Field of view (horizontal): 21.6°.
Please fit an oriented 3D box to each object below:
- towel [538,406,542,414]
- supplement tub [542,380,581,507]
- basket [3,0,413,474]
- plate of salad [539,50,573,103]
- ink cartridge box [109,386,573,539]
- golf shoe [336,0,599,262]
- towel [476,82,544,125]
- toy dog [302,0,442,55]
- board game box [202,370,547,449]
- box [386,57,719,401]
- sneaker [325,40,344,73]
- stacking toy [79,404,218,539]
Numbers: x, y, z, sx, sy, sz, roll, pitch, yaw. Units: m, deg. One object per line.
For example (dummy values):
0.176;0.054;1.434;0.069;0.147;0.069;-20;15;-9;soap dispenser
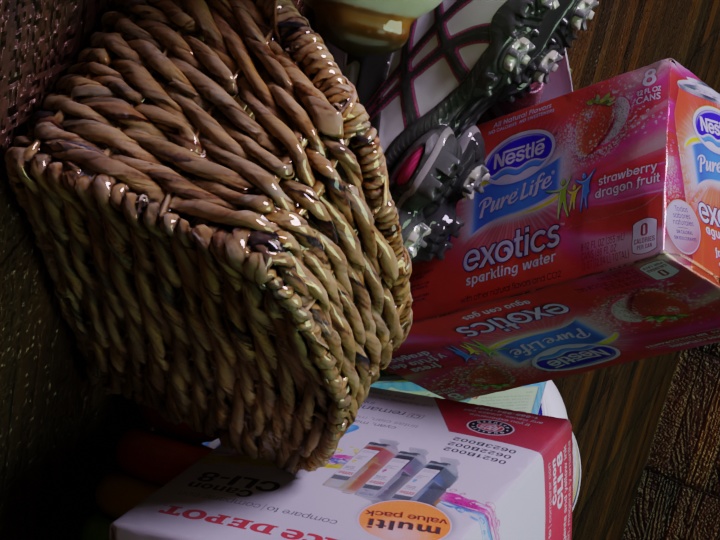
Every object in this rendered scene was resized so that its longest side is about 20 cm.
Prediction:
0.037;0.145;1.232;0.050;0.147;0.201;-63;165;-53;towel
0.084;0.131;1.368;0.145;0.144;0.200;-66;164;-11;supplement tub
-0.036;-0.027;0.776;0.149;0.142;0.200;-60;162;-26;basket
0.078;-0.136;0.987;0.048;0.201;0.200;-19;147;-11;plate of salad
-0.004;0.155;0.853;0.200;0.145;0.145;-34;128;-60;ink cartridge box
0.040;-0.100;0.843;0.200;0.088;0.077;-57;159;8;golf shoe
0.052;-0.101;0.991;0.023;0.144;0.200;-23;157;-10;towel
0.027;-0.174;0.751;0.200;0.193;0.140;-31;-125;55;toy dog
-0.007;0.108;1.012;0.199;0.034;0.135;0;118;-26;board game box
0.092;-0.013;0.897;0.095;0.199;0.100;27;58;-40;box
0.007;-0.098;0.985;0.200;0.075;0.089;110;-30;-55;sneaker
-0.102;0.126;0.889;0.085;0.085;0.201;21;84;-74;stacking toy
